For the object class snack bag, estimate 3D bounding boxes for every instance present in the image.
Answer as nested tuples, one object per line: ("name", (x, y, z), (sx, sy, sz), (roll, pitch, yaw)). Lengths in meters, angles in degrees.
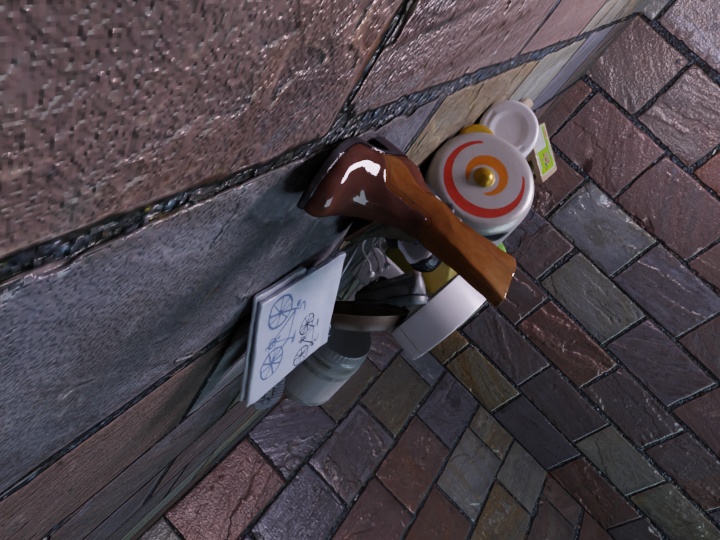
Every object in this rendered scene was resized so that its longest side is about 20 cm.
("snack bag", (-0.093, 0.074, 0.737), (0.200, 0.021, 0.190), (-35, 146, -50))

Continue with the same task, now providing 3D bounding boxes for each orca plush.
("orca plush", (0.090, -0.060, 0.747), (0.105, 0.071, 0.201), (-35, -143, 9))

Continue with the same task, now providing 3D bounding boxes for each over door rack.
("over door rack", (0.000, 0.000, 0.972), (0.200, 0.067, 0.148), (-48, 173, 15))

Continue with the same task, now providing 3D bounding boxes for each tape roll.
("tape roll", (0.154, 0.085, 1.014), (0.202, 0.071, 0.202), (-40, 175, -4))

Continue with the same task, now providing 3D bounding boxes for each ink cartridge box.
("ink cartridge box", (0.083, 0.048, 1.198), (0.084, 0.200, 0.145), (-45, 174, 5))

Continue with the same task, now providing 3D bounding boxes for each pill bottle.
("pill bottle", (0.283, -0.255, 1.035), (0.112, 0.112, 0.200), (-46, 173, 5))

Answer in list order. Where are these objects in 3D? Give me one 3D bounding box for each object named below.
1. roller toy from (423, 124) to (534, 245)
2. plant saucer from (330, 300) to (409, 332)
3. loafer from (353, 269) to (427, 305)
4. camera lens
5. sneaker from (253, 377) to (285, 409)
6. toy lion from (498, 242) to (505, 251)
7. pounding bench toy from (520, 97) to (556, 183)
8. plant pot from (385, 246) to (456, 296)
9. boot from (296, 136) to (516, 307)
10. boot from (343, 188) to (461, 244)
("roller toy", (0.196, -0.134, 0.883), (0.200, 0.182, 0.140), (-44, 171, -16))
("plant saucer", (-0.003, 0.090, 1.014), (0.200, 0.198, 0.037), (-15, 110, -78))
("loafer", (0.056, 0.035, 0.979), (0.071, 0.064, 0.199), (2, 176, -34))
("camera lens", (-0.087, 0.185, 1.125), (0.200, 0.160, 0.160), (-50, 172, 34))
("sneaker", (-0.148, 0.120, 0.819), (0.070, 0.082, 0.202), (3, 118, -41))
("toy lion", (0.225, -0.054, 1.037), (0.068, 0.194, 0.200), (-18, 172, -11))
("pounding bench toy", (0.382, -0.317, 1.313), (0.155, 0.202, 0.124), (-9, -163, 40))
("plant pot", (0.199, -0.085, 1.272), (0.200, 0.199, 0.177), (-43, 160, -23))
("boot", (0.052, -0.034, 0.488), (0.069, 0.200, 0.188), (-48, 173, 25))
("boot", (0.046, -0.055, 0.674), (0.075, 0.096, 0.200), (-61, -168, -20))
